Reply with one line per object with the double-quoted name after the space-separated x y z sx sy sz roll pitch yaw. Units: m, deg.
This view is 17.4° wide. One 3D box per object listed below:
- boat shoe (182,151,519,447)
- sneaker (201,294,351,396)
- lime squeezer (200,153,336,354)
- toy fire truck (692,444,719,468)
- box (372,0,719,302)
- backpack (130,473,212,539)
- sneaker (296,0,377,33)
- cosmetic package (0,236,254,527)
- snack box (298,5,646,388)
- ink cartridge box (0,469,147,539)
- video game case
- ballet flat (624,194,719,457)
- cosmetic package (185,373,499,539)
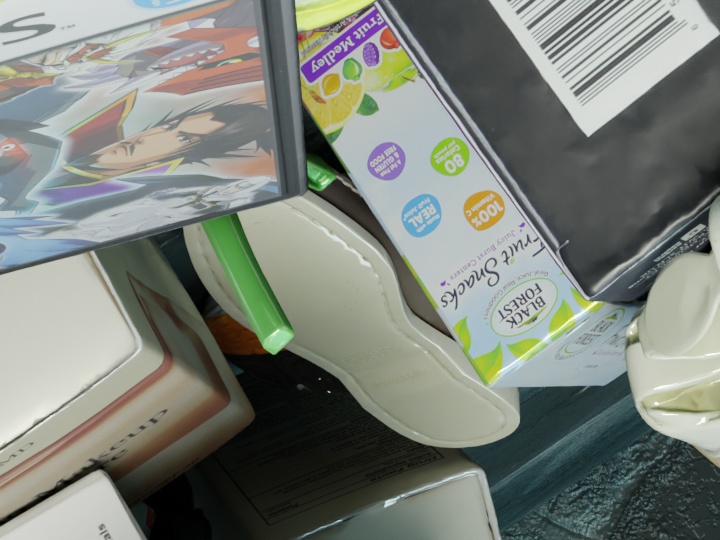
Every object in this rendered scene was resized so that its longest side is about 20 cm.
0.000 0.000 0.904 0.071 0.060 0.200 -16 143 30 "boat shoe"
0.026 -0.014 1.017 0.198 0.093 0.076 -16 139 12 "sneaker"
-0.043 -0.028 0.724 0.037 0.071 0.200 -25 -167 8 "lime squeezer"
0.165 -0.041 0.919 0.200 0.176 0.129 -47 150 -6 "toy fire truck"
0.093 -0.077 0.764 0.104 0.148 0.200 -38 167 14 "box"
-0.162 0.167 0.972 0.167 0.126 0.201 -58 -177 46 "backpack"
0.036 -0.133 0.586 0.199 0.074 0.081 -36 165 -7 "sneaker"
-0.109 0.030 0.766 0.103 0.088 0.200 -33 168 2 "cosmetic package"
0.049 -0.029 0.839 0.053 0.143 0.200 -37 168 12 "snack box"
-0.145 0.161 0.784 0.199 0.084 0.145 -30 168 -8 "ink cartridge box"
-0.103 -0.032 0.564 0.179 0.026 0.200 -15 166 -4 "video game case"
0.109 0.017 0.694 0.069 0.070 0.200 -32 164 -13 "ballet flat"
-0.015 0.111 1.055 0.103 0.088 0.200 -18 -162 -12 "cosmetic package"
